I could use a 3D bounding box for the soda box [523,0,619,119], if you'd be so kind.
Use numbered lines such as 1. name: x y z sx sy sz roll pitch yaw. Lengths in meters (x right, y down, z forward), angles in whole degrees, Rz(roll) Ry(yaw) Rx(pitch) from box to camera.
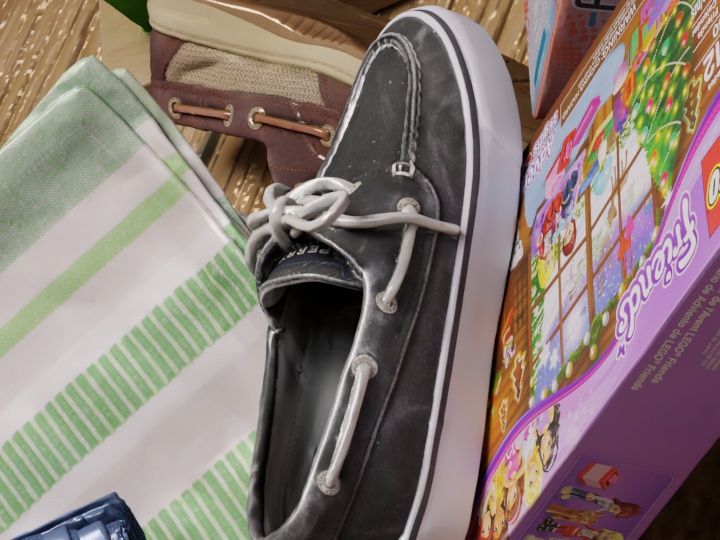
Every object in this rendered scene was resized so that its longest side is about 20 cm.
1. soda box: 0.100 -0.136 0.962 0.068 0.201 0.064 3 48 -6

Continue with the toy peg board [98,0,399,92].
1. toy peg board: -0.044 -0.197 1.184 0.199 0.098 0.200 -21 56 25

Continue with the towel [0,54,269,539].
1. towel: -0.072 0.052 0.972 0.152 0.200 0.023 -42 -6 11

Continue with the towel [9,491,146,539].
1. towel: -0.141 0.160 0.937 0.199 0.112 0.049 -25 -3 -6

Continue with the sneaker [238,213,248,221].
1. sneaker: -0.071 0.000 1.065 0.199 0.082 0.075 4 58 42

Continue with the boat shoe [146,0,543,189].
1. boat shoe: -0.002 -0.052 1.086 0.199 0.072 0.072 22 109 34

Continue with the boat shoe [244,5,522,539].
1. boat shoe: -0.002 0.001 0.919 0.073 0.068 0.200 -22 52 51

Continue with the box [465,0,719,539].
1. box: 0.083 -0.012 0.858 0.200 0.039 0.137 121 158 -46
